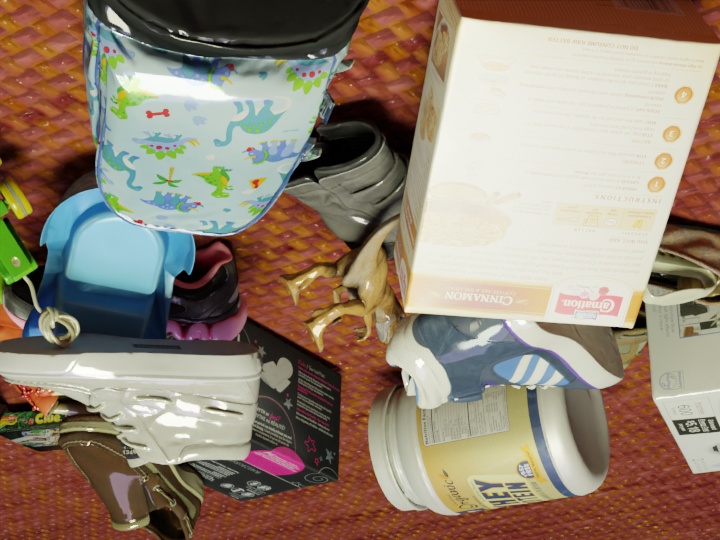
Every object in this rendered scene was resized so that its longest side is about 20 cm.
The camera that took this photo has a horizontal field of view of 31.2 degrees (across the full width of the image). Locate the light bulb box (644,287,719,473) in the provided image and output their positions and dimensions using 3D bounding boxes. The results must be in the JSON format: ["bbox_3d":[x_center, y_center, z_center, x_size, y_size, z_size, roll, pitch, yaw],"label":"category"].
[{"bbox_3d":[0.360,0.076,1.095,0.199,0.125,0.198,-10,150,21],"label":"light bulb box"}]

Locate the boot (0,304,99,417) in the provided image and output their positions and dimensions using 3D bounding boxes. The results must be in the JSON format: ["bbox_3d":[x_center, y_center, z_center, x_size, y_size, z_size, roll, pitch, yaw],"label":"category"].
[{"bbox_3d":[-0.294,0.071,1.120,0.199,0.108,0.075,7,153,-8],"label":"boot"}]

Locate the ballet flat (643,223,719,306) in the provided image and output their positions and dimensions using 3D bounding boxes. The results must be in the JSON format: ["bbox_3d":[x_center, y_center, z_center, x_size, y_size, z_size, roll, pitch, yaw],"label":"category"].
[{"bbox_3d":[0.207,-0.010,0.997,0.199,0.068,0.068,8,151,-13],"label":"ballet flat"}]

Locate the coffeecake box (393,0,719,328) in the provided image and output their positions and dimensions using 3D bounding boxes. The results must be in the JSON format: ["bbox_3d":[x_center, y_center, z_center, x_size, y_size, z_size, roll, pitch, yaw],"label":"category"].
[{"bbox_3d":[0.112,-0.069,0.791,0.153,0.073,0.201,4,123,-8],"label":"coffeecake box"}]

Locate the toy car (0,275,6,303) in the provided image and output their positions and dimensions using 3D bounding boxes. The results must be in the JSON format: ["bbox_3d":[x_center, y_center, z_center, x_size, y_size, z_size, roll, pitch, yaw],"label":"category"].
[{"bbox_3d":[-0.408,0.043,1.031,0.199,0.165,0.158,4,155,21],"label":"toy car"}]

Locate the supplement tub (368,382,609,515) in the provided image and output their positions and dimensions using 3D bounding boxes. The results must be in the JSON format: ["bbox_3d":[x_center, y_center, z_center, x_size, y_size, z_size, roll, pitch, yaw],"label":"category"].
[{"bbox_3d":[0.122,0.154,1.226,0.199,0.145,0.144,-14,149,26],"label":"supplement tub"}]

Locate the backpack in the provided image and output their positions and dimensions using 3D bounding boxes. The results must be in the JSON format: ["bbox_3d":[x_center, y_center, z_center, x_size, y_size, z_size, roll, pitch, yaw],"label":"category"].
[{"bbox_3d":[-0.093,-0.110,0.757,0.162,0.155,0.200,3,166,-19],"label":"backpack"}]

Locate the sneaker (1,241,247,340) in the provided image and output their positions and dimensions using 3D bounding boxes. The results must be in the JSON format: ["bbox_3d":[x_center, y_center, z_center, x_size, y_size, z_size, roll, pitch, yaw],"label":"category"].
[{"bbox_3d":[-0.190,0.006,1.046,0.199,0.079,0.096,0,137,-8],"label":"sneaker"}]

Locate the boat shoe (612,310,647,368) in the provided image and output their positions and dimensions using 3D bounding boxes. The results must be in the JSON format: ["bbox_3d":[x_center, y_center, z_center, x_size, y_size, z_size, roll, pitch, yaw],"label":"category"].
[{"bbox_3d":[0.171,0.033,1.095,0.199,0.072,0.076,13,136,-37],"label":"boat shoe"}]

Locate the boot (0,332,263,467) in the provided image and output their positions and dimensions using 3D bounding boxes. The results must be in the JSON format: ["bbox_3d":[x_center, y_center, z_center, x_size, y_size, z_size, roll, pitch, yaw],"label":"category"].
[{"bbox_3d":[-0.173,0.101,0.956,0.199,0.096,0.074,4,-171,-10],"label":"boot"}]

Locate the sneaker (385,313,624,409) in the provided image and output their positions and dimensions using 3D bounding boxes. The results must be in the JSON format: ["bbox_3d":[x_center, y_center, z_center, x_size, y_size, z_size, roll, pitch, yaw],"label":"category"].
[{"bbox_3d":[0.107,0.064,1.018,0.146,0.081,0.200,-25,152,27],"label":"sneaker"}]

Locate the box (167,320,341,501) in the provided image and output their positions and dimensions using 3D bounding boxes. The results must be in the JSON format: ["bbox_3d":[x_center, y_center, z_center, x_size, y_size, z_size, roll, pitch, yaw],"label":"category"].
[{"bbox_3d":[-0.127,0.127,1.212,0.132,0.115,0.200,-17,145,33],"label":"box"}]

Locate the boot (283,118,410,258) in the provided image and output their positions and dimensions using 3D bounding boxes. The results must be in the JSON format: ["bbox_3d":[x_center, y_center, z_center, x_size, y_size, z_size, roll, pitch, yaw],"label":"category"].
[{"bbox_3d":[0.040,-0.063,0.894,0.199,0.070,0.132,-16,149,26],"label":"boot"}]

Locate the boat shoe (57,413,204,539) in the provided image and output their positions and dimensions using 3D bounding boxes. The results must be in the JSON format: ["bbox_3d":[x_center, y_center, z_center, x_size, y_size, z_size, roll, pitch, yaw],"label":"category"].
[{"bbox_3d":[-0.197,0.191,1.137,0.074,0.075,0.202,-10,148,23],"label":"boat shoe"}]

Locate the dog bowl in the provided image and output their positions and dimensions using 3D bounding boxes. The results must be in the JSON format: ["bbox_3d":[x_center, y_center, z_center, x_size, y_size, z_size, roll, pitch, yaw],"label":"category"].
[{"bbox_3d":[-0.191,0.008,0.979,0.111,0.050,0.201,11,124,-14],"label":"dog bowl"}]

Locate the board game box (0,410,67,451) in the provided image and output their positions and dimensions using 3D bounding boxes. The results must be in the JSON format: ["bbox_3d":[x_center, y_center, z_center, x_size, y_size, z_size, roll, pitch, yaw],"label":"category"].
[{"bbox_3d":[-0.278,0.166,1.376,0.199,0.024,0.105,-7,156,13],"label":"board game box"}]

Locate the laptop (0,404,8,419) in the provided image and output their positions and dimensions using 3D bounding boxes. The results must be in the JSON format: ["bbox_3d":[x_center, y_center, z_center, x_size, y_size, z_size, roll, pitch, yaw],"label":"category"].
[{"bbox_3d":[-0.440,0.086,1.253,0.186,0.117,0.200,7,180,-10],"label":"laptop"}]

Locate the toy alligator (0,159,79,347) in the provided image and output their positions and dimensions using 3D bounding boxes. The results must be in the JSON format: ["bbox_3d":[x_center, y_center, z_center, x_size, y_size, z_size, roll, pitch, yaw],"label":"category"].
[{"bbox_3d":[-0.262,-0.033,0.913,0.059,0.201,0.054,-33,-162,-14],"label":"toy alligator"}]

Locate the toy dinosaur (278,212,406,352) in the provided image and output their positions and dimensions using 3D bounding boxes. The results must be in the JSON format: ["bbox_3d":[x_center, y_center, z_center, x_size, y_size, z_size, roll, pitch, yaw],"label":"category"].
[{"bbox_3d":[0.000,0.000,0.938,0.106,0.061,0.200,-29,160,-12],"label":"toy dinosaur"}]
